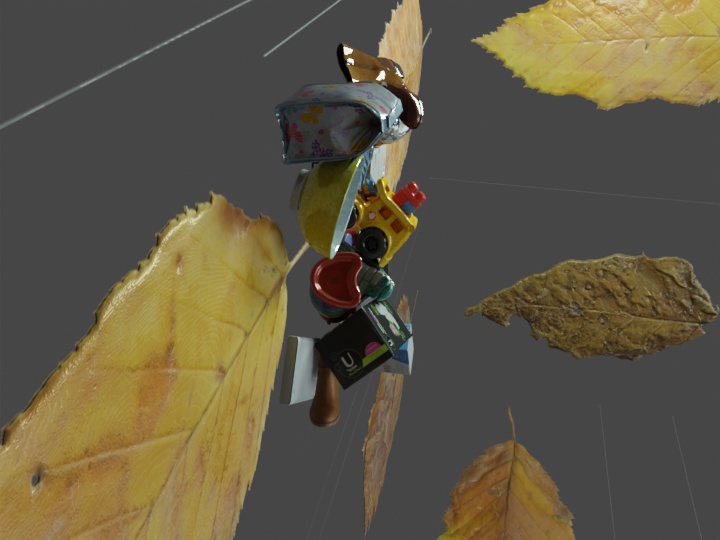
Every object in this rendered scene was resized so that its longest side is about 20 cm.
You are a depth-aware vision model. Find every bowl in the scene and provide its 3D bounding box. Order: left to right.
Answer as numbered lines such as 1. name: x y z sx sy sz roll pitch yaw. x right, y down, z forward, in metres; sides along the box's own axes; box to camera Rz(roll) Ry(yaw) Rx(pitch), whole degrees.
1. bowl: -0.072 -0.134 1.330 0.200 0.105 0.206 19 89 -86

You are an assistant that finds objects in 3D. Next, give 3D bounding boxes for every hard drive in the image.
1. hard drive: -0.124 0.208 1.496 0.200 0.026 0.136 31 66 -78

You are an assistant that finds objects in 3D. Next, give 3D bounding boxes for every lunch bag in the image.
1. lunch bag: -0.031 -0.260 1.248 0.170 0.194 0.131 -66 150 -61

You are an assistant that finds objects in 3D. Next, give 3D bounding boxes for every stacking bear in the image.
1. stacking bear: -0.057 0.056 1.558 0.201 0.110 0.125 97 -5 -67

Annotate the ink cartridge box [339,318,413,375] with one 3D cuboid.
1. ink cartridge box: 0.041 0.206 1.912 0.146 0.194 0.086 79 19 -56

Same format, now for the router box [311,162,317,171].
1. router box: -0.056 -0.284 1.515 0.200 0.049 0.154 -41 134 -75

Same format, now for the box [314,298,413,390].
1. box: 0.011 0.156 1.593 0.126 0.147 0.200 54 17 5

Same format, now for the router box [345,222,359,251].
1. router box: -0.011 -0.064 1.882 0.203 0.047 0.183 84 16 -48

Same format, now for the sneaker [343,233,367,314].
1. sneaker: -0.020 0.019 1.708 0.081 0.112 0.206 35 62 -78

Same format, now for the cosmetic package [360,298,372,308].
1. cosmetic package: 0.038 0.093 2.053 0.151 0.050 0.206 -22 98 -76

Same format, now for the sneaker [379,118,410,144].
1. sneaker: 0.051 -0.344 1.666 0.088 0.195 0.077 -24 -99 61

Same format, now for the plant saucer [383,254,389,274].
1. plant saucer: 0.045 -0.083 2.053 0.200 0.031 0.206 166 -89 -86

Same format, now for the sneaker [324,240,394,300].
1. sneaker: 0.000 0.000 1.628 0.078 0.199 0.091 -53 162 11

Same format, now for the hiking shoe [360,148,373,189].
1. hiking shoe: -0.011 -0.263 1.703 0.087 0.072 0.207 -29 125 -77

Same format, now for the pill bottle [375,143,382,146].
1. pill bottle: 0.033 -0.401 1.784 0.201 0.103 0.109 75 24 -64

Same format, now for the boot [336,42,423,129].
1. boot: 0.046 -0.412 1.586 0.197 0.068 0.193 -1 69 -51

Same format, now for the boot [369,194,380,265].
1. boot: 0.033 -0.089 1.737 0.146 0.069 0.205 -92 -174 -47

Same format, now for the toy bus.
1. toy bus: 0.046 -0.143 1.598 0.192 0.200 0.136 -43 -175 17

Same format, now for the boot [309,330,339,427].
1. boot: -0.074 0.250 1.643 0.201 0.074 0.160 -67 161 -63

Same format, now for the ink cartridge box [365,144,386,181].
1. ink cartridge box: 0.017 -0.267 1.867 0.200 0.065 0.119 -50 145 -70
